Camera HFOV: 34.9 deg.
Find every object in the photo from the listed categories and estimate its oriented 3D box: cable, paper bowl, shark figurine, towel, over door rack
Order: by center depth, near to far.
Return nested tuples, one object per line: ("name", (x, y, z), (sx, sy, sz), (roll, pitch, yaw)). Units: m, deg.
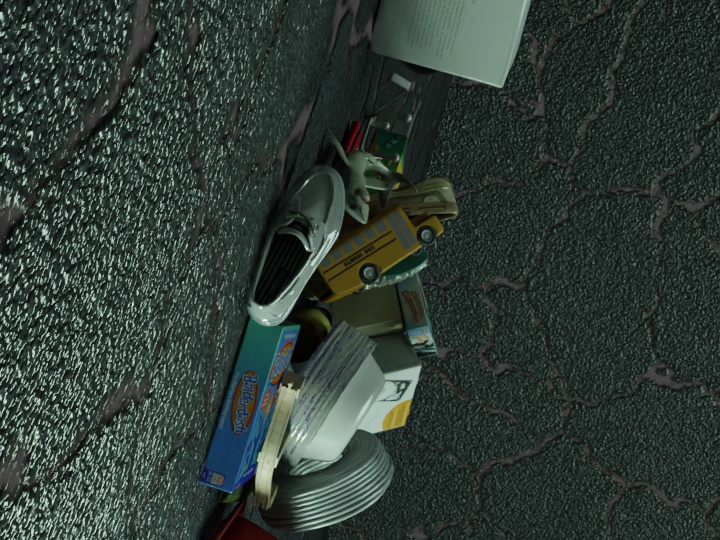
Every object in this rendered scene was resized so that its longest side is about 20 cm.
("shark figurine", (-0.014, -0.122, 1.537), (0.089, 0.128, 0.214), (-36, 179, 22))
("paper bowl", (-0.041, 0.175, 1.541), (0.201, 0.104, 0.201), (-56, 175, -7))
("towel", (-0.150, 0.249, 1.583), (0.200, 0.023, 0.145), (49, 58, -83))
("cable", (-0.052, 0.288, 1.595), (0.200, 0.199, 0.070), (-36, 111, -54))
("over door rack", (0.033, -0.185, 1.711), (0.200, 0.066, 0.149), (132, -23, -75))

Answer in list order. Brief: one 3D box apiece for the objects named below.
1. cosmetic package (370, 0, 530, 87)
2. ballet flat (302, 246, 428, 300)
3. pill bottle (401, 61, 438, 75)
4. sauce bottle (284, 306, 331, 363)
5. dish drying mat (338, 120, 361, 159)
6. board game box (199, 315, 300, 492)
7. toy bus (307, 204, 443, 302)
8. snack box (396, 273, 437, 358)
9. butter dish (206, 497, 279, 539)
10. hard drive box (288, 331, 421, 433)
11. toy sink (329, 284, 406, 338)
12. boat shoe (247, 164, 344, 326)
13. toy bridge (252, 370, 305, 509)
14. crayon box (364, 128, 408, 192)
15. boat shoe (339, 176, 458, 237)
("cosmetic package", (0.138, -0.380, 1.640), (0.165, 0.199, 0.166), (-59, 165, -66))
("ballet flat", (0.000, 0.000, 1.669), (0.072, 0.199, 0.072), (167, -90, -68))
("pill bottle", (0.126, -0.411, 1.880), (0.112, 0.111, 0.201), (102, 8, -45))
("sauce bottle", (-0.074, 0.084, 1.622), (0.200, 0.066, 0.066), (-39, 146, -78))
("dish drying mat", (-0.036, -0.113, 1.635), (0.077, 0.018, 0.201), (105, 3, -65))
("board game box", (-0.130, 0.155, 1.380), (0.152, 0.045, 0.201), (15, 92, -85))
("toy bus", (0.019, -0.027, 1.610), (0.199, 0.079, 0.065), (-33, 178, -24))
("snack box", (0.085, 0.059, 1.787), (0.200, 0.037, 0.117), (64, 13, -73))
("butter dish", (-0.147, 0.428, 1.487), (0.199, 0.147, 0.201), (-51, 158, -77))
("hard drive box", (-0.019, 0.192, 1.799), (0.156, 0.199, 0.077), (101, -30, -44))
("toy sink", (0.007, 0.041, 1.801), (0.200, 0.111, 0.131), (82, -4, -76))
("boat shoe", (-0.067, -0.033, 1.277), (0.067, 0.073, 0.201), (98, 11, -74))
("toy bridge", (-0.108, 0.220, 1.430), (0.067, 0.027, 0.201), (-64, 170, -61))
("crayon box", (0.024, -0.130, 1.987), (0.119, 0.058, 0.201), (98, 10, -58))
("boat shoe", (0.045, -0.080, 1.690), (0.071, 0.199, 0.065), (75, -3, -74))
